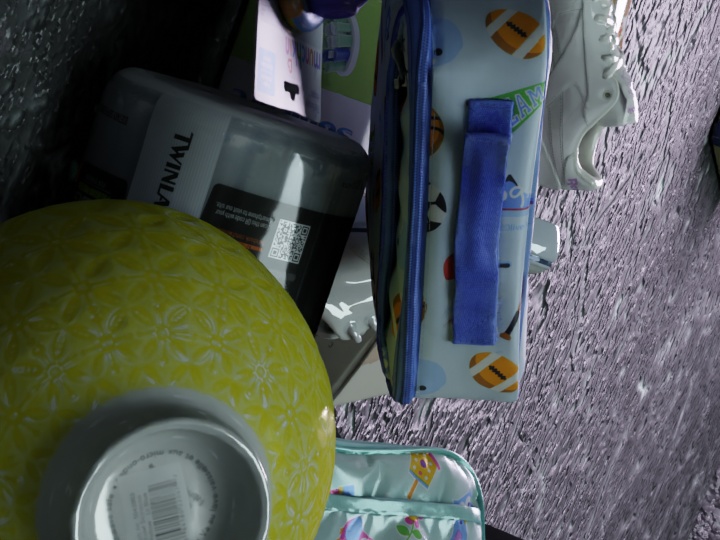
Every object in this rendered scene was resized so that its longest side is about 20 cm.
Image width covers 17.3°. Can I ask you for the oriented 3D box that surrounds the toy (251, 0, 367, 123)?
[{"bbox_3d":[-0.010,-0.171,1.063,0.115,0.047,0.201,8,83,-75],"label":"toy"}]

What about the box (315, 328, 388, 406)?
[{"bbox_3d":[0.003,0.012,1.298,0.078,0.095,0.200,-54,167,13],"label":"box"}]

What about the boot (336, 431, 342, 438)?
[{"bbox_3d":[-0.080,0.188,1.337,0.200,0.066,0.165,-30,129,-51],"label":"boot"}]

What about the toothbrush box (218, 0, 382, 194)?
[{"bbox_3d":[0.013,-0.141,1.198,0.201,0.086,0.146,-69,162,3],"label":"toothbrush box"}]

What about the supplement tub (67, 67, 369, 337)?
[{"bbox_3d":[-0.081,0.022,1.037,0.201,0.122,0.123,-71,162,5],"label":"supplement tub"}]

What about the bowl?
[{"bbox_3d":[-0.090,0.080,0.920,0.108,0.200,0.201,32,-74,63],"label":"bowl"}]

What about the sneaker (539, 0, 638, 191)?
[{"bbox_3d":[0.149,-0.148,1.568,0.075,0.099,0.201,-24,130,-63],"label":"sneaker"}]

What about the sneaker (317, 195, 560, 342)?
[{"bbox_3d":[0.000,0.000,1.158,0.073,0.199,0.071,171,-80,-77],"label":"sneaker"}]

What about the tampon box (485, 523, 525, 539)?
[{"bbox_3d":[0.078,0.267,1.647,0.150,0.200,0.127,-40,145,-60],"label":"tampon box"}]

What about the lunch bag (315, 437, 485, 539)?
[{"bbox_3d":[-0.016,0.165,1.297,0.200,0.077,0.161,10,77,-44],"label":"lunch bag"}]

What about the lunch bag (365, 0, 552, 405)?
[{"bbox_3d":[0.040,-0.050,1.023,0.160,0.075,0.201,-91,-178,-62],"label":"lunch bag"}]

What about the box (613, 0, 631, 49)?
[{"bbox_3d":[0.175,-0.234,1.645,0.039,0.041,0.200,-46,152,-52],"label":"box"}]

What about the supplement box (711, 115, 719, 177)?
[{"bbox_3d":[0.458,-0.170,2.395,0.200,0.134,0.200,-66,162,-11],"label":"supplement box"}]
